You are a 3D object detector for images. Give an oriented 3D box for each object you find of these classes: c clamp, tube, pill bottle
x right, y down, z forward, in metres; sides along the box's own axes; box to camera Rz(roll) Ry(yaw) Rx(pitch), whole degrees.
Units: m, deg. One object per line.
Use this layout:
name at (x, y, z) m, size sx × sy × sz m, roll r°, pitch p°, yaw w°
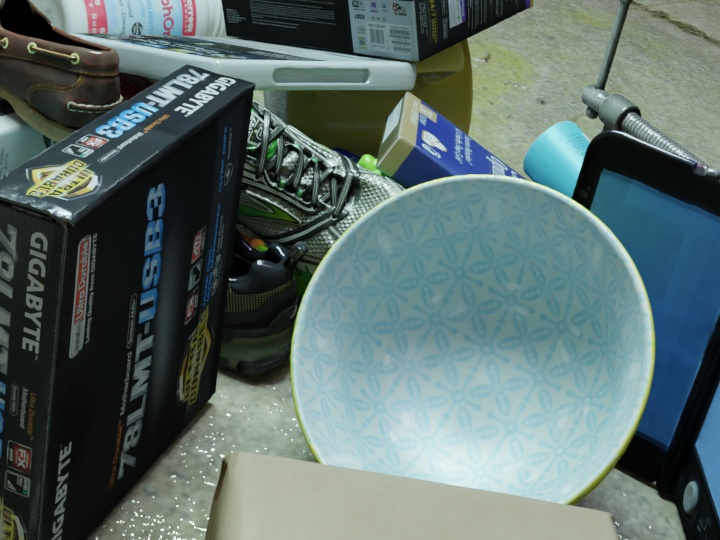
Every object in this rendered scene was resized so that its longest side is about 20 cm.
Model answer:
c clamp at (0.188, -0.048, 0.777) m, size 0.027 × 0.172 × 0.200 m, roll -8°, pitch 40°, yaw -26°
tube at (0.192, -0.022, 0.872) m, size 0.077 × 0.051 × 0.200 m, roll 6°, pitch 38°, yaw -51°
pill bottle at (-0.209, -0.232, 1.140) m, size 0.108 × 0.110 × 0.199 m, roll 33°, pitch 34°, yaw 32°

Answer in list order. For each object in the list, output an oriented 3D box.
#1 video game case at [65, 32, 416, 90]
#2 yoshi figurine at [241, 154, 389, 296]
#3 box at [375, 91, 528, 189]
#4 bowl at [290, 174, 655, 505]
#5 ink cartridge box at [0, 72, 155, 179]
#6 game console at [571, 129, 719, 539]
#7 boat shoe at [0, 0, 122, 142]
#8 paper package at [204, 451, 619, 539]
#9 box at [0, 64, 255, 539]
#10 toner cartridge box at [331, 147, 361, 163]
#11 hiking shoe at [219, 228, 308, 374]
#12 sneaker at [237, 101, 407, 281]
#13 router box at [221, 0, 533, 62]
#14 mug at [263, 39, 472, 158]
video game case at (-0.090, -0.151, 0.914) m, size 0.180 × 0.024 × 0.199 m, roll -7°, pitch 18°, yaw -42°
yoshi figurine at (0.001, -0.007, 0.839) m, size 0.198 × 0.113 × 0.112 m, roll 20°, pitch 36°, yaw 8°
box at (0.100, -0.040, 0.869) m, size 0.199 × 0.032 × 0.121 m, roll 37°, pitch 20°, yaw -10°
bowl at (0.067, 0.059, 0.716) m, size 0.199 × 0.202 × 0.108 m, roll 25°, pitch -13°, yaw 21°
ink cartridge box at (-0.262, -0.103, 0.907) m, size 0.143 × 0.085 × 0.199 m, roll 29°, pitch 32°, yaw 24°
game console at (0.168, 0.053, 0.697) m, size 0.117 × 0.202 × 0.173 m, roll 10°, pitch 29°, yaw -3°
boat shoe at (-0.233, -0.154, 0.851) m, size 0.199 × 0.071 × 0.070 m, roll 28°, pitch 32°, yaw 25°
paper package at (0.025, 0.181, 0.504) m, size 0.188 × 0.105 × 0.201 m, roll 10°, pitch 28°, yaw -8°
box at (-0.120, 0.021, 0.624) m, size 0.049 × 0.202 × 0.199 m, roll 17°, pitch 27°, yaw 11°
toner cartridge box at (0.039, -0.027, 0.951) m, size 0.198 × 0.044 × 0.095 m, roll 25°, pitch 29°, yaw 20°
hiking shoe at (-0.125, -0.015, 0.792) m, size 0.198 × 0.102 × 0.076 m, roll 19°, pitch 28°, yaw 9°
sneaker at (-0.052, -0.054, 0.785) m, size 0.198 × 0.085 × 0.079 m, roll 20°, pitch 65°, yaw 20°
router box at (0.012, -0.220, 0.991) m, size 0.198 × 0.053 × 0.157 m, roll 15°, pitch 33°, yaw 37°
mug at (0.003, -0.167, 1.061) m, size 0.151 × 0.187 × 0.151 m, roll -6°, pitch 58°, yaw -17°
